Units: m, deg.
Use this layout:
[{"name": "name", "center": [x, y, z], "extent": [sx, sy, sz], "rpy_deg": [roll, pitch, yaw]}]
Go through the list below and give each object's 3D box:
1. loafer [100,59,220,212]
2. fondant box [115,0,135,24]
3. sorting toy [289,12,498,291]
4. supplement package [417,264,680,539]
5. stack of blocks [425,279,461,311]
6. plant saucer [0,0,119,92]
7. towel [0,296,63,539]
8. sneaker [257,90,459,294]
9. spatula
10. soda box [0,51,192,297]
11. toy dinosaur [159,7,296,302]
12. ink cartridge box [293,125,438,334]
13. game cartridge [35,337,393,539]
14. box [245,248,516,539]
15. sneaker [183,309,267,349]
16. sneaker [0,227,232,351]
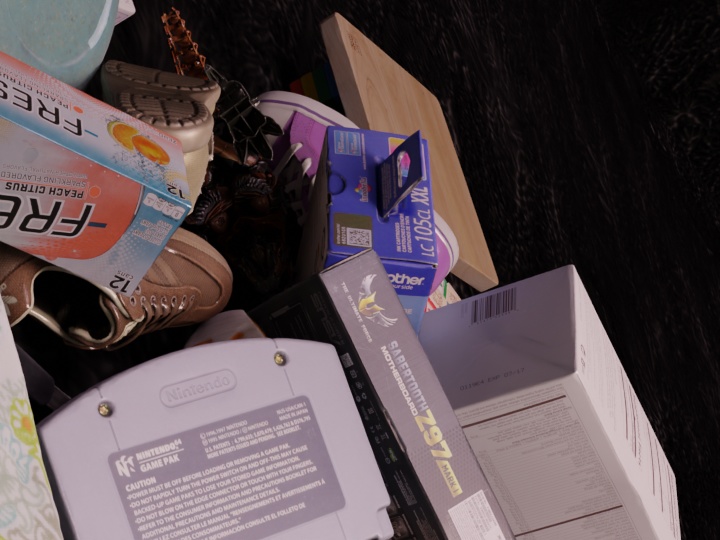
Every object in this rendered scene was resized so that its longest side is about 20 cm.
[{"name": "loafer", "center": [-0.122, -0.077, 0.965], "extent": [0.200, 0.075, 0.069], "rpy_deg": [-103, -155, -75]}, {"name": "fondant box", "center": [-0.229, -0.225, 0.993], "extent": [0.200, 0.058, 0.145], "rpy_deg": [10, 57, -64]}, {"name": "sorting toy", "center": [0.022, -0.087, 1.423], "extent": [0.199, 0.069, 0.201], "rpy_deg": [31, 37, -56]}, {"name": "supplement package", "center": [0.124, 0.118, 1.068], "extent": [0.110, 0.113, 0.201], "rpy_deg": [-82, 148, -53]}, {"name": "stack of blocks", "center": [0.040, 0.074, 1.286], "extent": [0.115, 0.058, 0.200], "rpy_deg": [54, 22, -23]}, {"name": "plant saucer", "center": [-0.182, -0.167, 0.925], "extent": [0.201, 0.038, 0.203], "rpy_deg": [-26, 119, -60]}, {"name": "towel", "center": [-0.202, 0.065, 0.711], "extent": [0.171, 0.048, 0.201], "rpy_deg": [15, 55, -61]}, {"name": "sneaker", "center": [-0.025, -0.046, 1.230], "extent": [0.200, 0.073, 0.114], "rpy_deg": [40, 46, 6]}, {"name": "spatula", "center": [-0.150, 0.073, 0.870], "extent": [0.200, 0.020, 0.057], "rpy_deg": [42, 49, -35]}, {"name": "soda box", "center": [-0.181, -0.064, 0.797], "extent": [0.199, 0.064, 0.069], "rpy_deg": [25, 26, -26]}, {"name": "toy dinosaur", "center": [-0.101, -0.076, 1.121], "extent": [0.200, 0.102, 0.136], "rpy_deg": [48, 2, 11]}, {"name": "ink cartridge box", "center": [0.000, 0.000, 1.092], "extent": [0.137, 0.076, 0.201], "rpy_deg": [-92, -169, -49]}, {"name": "game cartridge", "center": [-0.078, 0.108, 0.873], "extent": [0.199, 0.041, 0.134], "rpy_deg": [-13, 76, -41]}, {"name": "box", "center": [-0.006, 0.104, 1.001], "extent": [0.051, 0.157, 0.201], "rpy_deg": [-24, 87, -38]}, {"name": "sneaker", "center": [-0.059, 0.122, 0.974], "extent": [0.077, 0.078, 0.202], "rpy_deg": [20, 55, -67]}, {"name": "sneaker", "center": [-0.139, 0.016, 0.902], "extent": [0.199, 0.070, 0.076], "rpy_deg": [16, 41, -50]}]
